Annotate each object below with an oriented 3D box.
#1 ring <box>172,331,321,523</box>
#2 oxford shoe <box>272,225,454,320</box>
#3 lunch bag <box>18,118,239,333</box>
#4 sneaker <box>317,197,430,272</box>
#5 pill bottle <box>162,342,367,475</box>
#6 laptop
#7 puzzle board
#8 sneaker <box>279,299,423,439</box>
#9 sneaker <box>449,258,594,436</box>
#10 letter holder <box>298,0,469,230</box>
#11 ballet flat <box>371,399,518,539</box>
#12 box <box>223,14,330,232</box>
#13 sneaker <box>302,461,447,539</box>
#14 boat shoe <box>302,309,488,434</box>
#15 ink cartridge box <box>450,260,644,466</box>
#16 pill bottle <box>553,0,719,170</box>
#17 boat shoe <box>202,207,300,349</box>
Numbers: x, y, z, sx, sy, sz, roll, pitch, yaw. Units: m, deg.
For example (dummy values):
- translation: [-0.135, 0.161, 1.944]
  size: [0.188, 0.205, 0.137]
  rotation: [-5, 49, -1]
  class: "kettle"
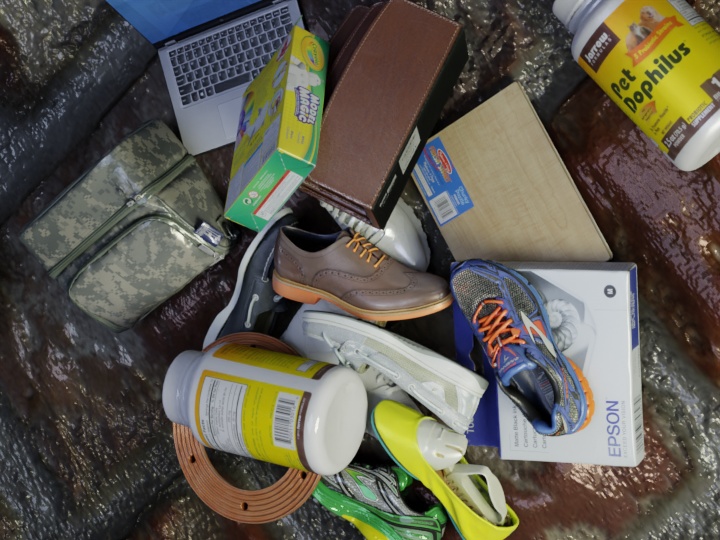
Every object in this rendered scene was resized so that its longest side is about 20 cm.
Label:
- translation: [-0.115, 0.166, 1.733]
  size: [0.198, 0.019, 0.204]
  rotation: [-1, 89, 30]
  class: "ring"
- translation: [0.000, 0.000, 1.650]
  size: [0.197, 0.071, 0.074]
  rotation: [9, 118, 18]
  class: "oxford shoe"
- translation: [-0.247, -0.043, 1.788]
  size: [0.199, 0.140, 0.168]
  rotation: [-36, 99, 27]
  class: "lunch bag"
- translation: [-0.005, -0.066, 1.691]
  size: [0.076, 0.080, 0.201]
  rotation: [-40, 80, 23]
  class: "sneaker"
- translation: [-0.100, 0.135, 1.651]
  size: [0.198, 0.109, 0.111]
  rotation: [10, 101, 29]
  class: "pill bottle"
- translation: [-0.162, -0.237, 1.726]
  size: [0.185, 0.116, 0.203]
  rotation: [-16, 90, 28]
  class: "laptop"
- translation: [0.147, -0.066, 1.651]
  size: [0.150, 0.017, 0.202]
  rotation: [-31, 82, 27]
  class: "puzzle board"
- translation: [0.011, 0.089, 1.706]
  size: [0.199, 0.073, 0.116]
  rotation: [39, 114, 18]
  class: "sneaker"
- translation: [0.152, 0.074, 1.571]
  size: [0.075, 0.078, 0.201]
  rotation: [-40, 83, 26]
  class: "sneaker"
- translation: [0.000, -0.168, 1.613]
  size: [0.141, 0.101, 0.202]
  rotation: [26, 84, 11]
  class: "letter holder"
- translation: [0.093, 0.200, 1.654]
  size: [0.067, 0.067, 0.201]
  rotation: [-23, 113, 37]
  class: "ballet flat"
- translation: [-0.081, -0.149, 1.609]
  size: [0.048, 0.202, 0.117]
  rotation: [22, 137, -22]
  class: "box"
- translation: [0.008, 0.227, 1.733]
  size: [0.199, 0.078, 0.086]
  rotation: [36, 101, 11]
  class: "sneaker"
- translation: [0.028, 0.095, 1.640]
  size: [0.200, 0.074, 0.065]
  rotation: [24, 89, 4]
  class: "boat shoe"
- translation: [0.180, 0.091, 1.629]
  size: [0.198, 0.041, 0.203]
  rotation: [0, 102, 25]
  class: "ink cartridge box"
- translation: [0.272, -0.198, 1.511]
  size: [0.200, 0.109, 0.109]
  rotation: [48, 114, 13]
  class: "pill bottle"
- translation: [-0.103, 0.026, 1.758]
  size: [0.060, 0.075, 0.201]
  rotation: [37, 123, 18]
  class: "boat shoe"
